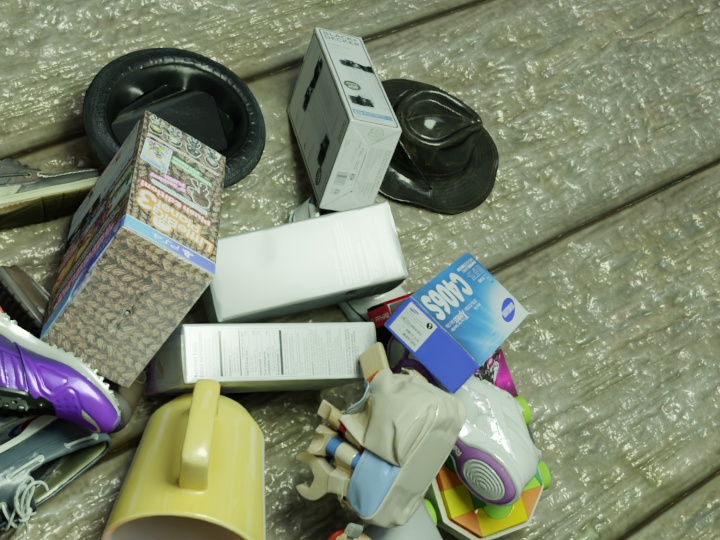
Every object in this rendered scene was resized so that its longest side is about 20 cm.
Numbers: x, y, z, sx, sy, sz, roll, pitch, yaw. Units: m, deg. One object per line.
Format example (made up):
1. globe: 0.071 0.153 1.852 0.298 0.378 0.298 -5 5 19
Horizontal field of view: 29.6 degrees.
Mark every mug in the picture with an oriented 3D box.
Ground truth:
1. mug: -0.141 0.191 1.260 0.149 0.186 0.154 32 44 -26

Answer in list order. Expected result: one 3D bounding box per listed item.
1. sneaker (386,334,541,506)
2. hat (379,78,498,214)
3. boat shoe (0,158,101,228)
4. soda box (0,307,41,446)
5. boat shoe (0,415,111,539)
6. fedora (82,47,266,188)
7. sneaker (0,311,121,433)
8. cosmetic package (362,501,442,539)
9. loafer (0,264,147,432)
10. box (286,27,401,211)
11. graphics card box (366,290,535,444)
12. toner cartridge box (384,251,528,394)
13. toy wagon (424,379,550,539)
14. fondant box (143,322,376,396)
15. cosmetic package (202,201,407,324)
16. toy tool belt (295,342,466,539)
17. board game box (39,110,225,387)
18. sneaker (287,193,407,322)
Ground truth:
1. sneaker: 0.101 0.137 1.353 0.201 0.075 0.099 52 42 5
2. hat: 0.089 -0.167 1.621 0.199 0.081 0.202 12 57 -20
3. boat shoe: -0.351 -0.081 1.367 0.199 0.073 0.065 -15 75 -31
4. soda box: -0.368 0.064 1.282 0.063 0.068 0.201 -24 75 -34
5. boat shoe: -0.309 0.198 1.231 0.062 0.075 0.200 30 42 21
6. fedora: -0.205 -0.142 1.460 0.199 0.092 0.202 11 59 -20
7. sneaker: -0.312 0.105 1.208 0.199 0.070 0.100 33 61 -3
8. cosmetic package: 0.051 0.338 1.320 0.106 0.090 0.201 -18 69 -29
9. loafer: -0.286 0.069 1.325 0.200 0.073 0.071 48 43 -1
10. box: -0.022 -0.167 1.504 0.060 0.117 0.201 7 34 -21
11. graphics card box: 0.097 0.116 1.460 0.125 0.051 0.202 -16 87 -32
12. toner cartridge box: 0.099 0.048 1.357 0.095 0.043 0.200 46 23 4
13. toy wagon: 0.111 0.174 1.399 0.154 0.040 0.202 -14 85 -27
14. fondant box: -0.102 0.088 1.345 0.198 0.144 0.059 1 80 -25
15. cosmetic package: -0.063 -0.003 1.385 0.198 0.107 0.091 -16 84 -10
16. toy tool belt: 0.002 0.178 1.275 0.123 0.201 0.125 33 5 38
17. board game box: -0.213 -0.023 1.297 0.096 0.160 0.201 29 31 -21
18. sneaker: 0.000 0.000 1.491 0.200 0.071 0.073 44 54 1
